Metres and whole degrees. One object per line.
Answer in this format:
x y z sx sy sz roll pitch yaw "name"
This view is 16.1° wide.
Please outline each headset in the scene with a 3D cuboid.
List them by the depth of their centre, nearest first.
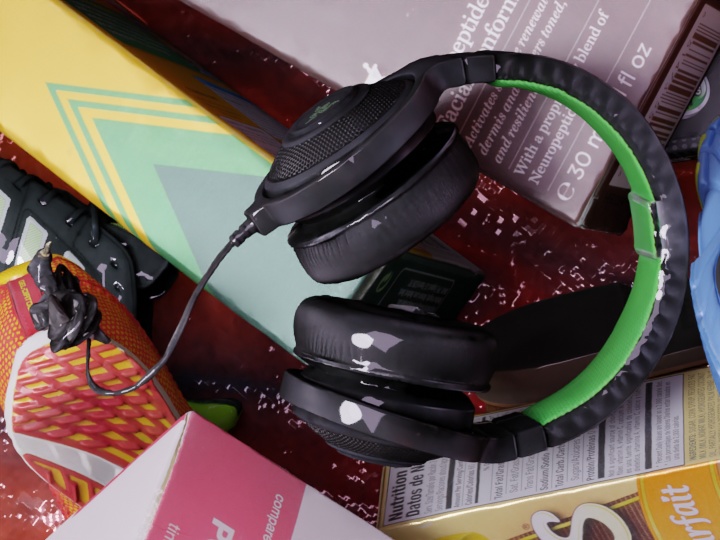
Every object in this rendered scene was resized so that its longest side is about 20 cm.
0.000 0.000 0.784 0.199 0.094 0.124 -10 99 -15 "headset"

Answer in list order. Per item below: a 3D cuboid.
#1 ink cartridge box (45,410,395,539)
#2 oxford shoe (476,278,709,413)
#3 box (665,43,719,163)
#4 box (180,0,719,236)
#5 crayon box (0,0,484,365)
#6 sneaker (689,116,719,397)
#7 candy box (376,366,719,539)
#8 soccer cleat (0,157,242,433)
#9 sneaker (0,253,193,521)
-0.020 0.154 0.819 0.200 0.083 0.146 34 135 -15 "ink cartridge box"
0.140 0.036 0.873 0.199 0.071 0.072 -11 112 15 "oxford shoe"
0.128 -0.140 0.888 0.192 0.047 0.201 -6 85 19 "box"
0.021 -0.104 0.858 0.199 0.075 0.101 30 98 17 "box"
-0.061 -0.040 0.896 0.200 0.126 0.052 38 97 16 "crayon box"
0.147 0.006 0.770 0.082 0.200 0.071 -18 124 19 "sneaker"
0.117 0.092 0.841 0.199 0.055 0.116 -13 123 15 "candy box"
-0.119 -0.005 0.948 0.081 0.068 0.200 -34 84 2 "soccer cleat"
-0.072 0.075 0.885 0.073 0.201 0.077 -21 38 -4 "sneaker"
